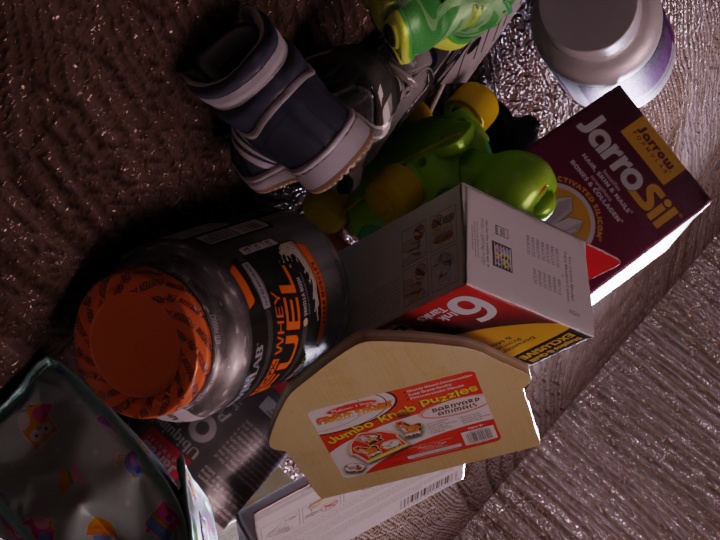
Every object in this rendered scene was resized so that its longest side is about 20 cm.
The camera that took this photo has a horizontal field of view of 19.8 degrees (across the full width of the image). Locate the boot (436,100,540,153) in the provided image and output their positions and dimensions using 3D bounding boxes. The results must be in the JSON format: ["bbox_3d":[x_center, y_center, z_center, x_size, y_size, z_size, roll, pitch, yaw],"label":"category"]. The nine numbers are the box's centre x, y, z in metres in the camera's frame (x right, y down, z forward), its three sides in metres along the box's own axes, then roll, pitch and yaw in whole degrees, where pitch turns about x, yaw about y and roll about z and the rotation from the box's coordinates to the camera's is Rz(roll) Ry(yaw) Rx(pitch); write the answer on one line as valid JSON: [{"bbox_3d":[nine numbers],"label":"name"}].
[{"bbox_3d":[0.105,-0.097,1.797,0.162,0.073,0.199,-30,163,-48],"label":"boot"}]

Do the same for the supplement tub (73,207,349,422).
[{"bbox_3d":[-0.100,0.031,1.399,0.123,0.122,0.200,-56,165,25],"label":"supplement tub"}]

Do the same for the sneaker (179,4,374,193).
[{"bbox_3d":[-0.066,-0.107,1.294,0.070,0.108,0.200,-49,-164,-8],"label":"sneaker"}]

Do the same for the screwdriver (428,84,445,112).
[{"bbox_3d":[0.042,-0.091,1.697,0.028,0.029,0.200,-37,166,-41],"label":"screwdriver"}]

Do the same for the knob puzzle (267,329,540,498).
[{"bbox_3d":[0.025,0.089,1.486,0.217,0.031,0.220,-6,146,-4],"label":"knob puzzle"}]

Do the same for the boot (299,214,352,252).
[{"bbox_3d":[0.000,0.000,1.646,0.108,0.075,0.200,-59,137,-19],"label":"boot"}]

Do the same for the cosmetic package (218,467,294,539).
[{"bbox_3d":[-0.148,0.232,1.865,0.106,0.071,0.200,-55,165,20],"label":"cosmetic package"}]

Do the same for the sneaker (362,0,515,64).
[{"bbox_3d":[0.055,-0.189,1.382,0.083,0.074,0.200,-30,179,22],"label":"sneaker"}]

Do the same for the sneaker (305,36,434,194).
[{"bbox_3d":[0.010,-0.137,1.435,0.116,0.075,0.200,-50,177,-18],"label":"sneaker"}]

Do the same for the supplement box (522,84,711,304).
[{"bbox_3d":[0.167,-0.037,1.700,0.199,0.131,0.103,-36,172,-26],"label":"supplement box"}]

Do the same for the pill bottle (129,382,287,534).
[{"bbox_3d":[-0.125,0.141,1.626,0.200,0.111,0.111,-48,166,-6],"label":"pill bottle"}]

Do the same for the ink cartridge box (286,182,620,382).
[{"bbox_3d":[0.069,0.035,1.515,0.175,0.085,0.199,21,145,-36],"label":"ink cartridge box"}]

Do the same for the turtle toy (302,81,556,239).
[{"bbox_3d":[0.061,-0.062,1.550,0.199,0.101,0.146,-7,-147,50],"label":"turtle toy"}]

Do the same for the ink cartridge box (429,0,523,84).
[{"bbox_3d":[0.105,-0.229,1.517,0.201,0.044,0.094,-55,167,18],"label":"ink cartridge box"}]

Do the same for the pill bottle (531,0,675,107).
[{"bbox_3d":[0.204,-0.204,1.747,0.112,0.111,0.200,-50,166,4],"label":"pill bottle"}]

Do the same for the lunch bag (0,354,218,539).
[{"bbox_3d":[-0.166,0.173,1.404,0.122,0.200,0.171,-46,164,-12],"label":"lunch bag"}]

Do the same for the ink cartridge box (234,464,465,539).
[{"bbox_3d":[-0.007,0.167,1.664,0.199,0.044,0.174,-27,155,-13],"label":"ink cartridge box"}]
